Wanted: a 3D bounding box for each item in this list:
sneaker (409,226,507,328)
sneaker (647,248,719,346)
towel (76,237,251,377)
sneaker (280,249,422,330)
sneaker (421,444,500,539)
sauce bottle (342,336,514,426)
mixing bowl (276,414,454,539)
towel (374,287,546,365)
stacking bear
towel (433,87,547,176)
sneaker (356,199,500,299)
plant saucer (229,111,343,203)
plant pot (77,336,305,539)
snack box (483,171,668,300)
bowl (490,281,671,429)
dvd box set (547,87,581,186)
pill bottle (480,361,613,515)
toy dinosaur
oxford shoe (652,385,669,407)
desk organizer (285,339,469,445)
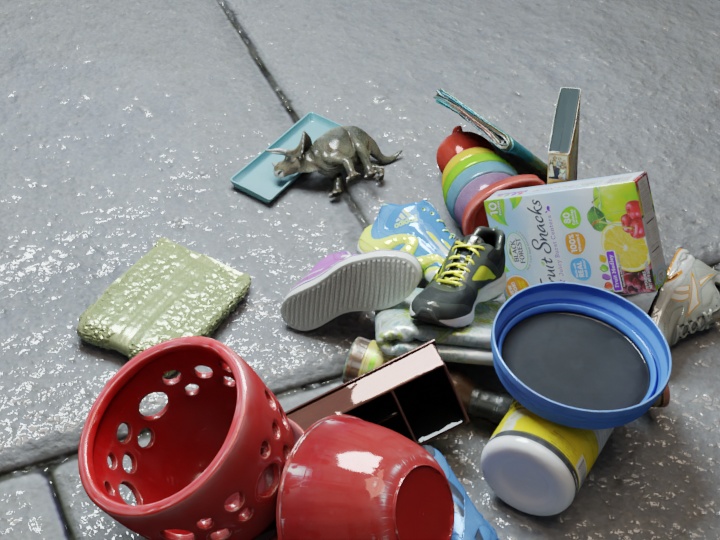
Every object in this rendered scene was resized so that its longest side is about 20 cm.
[{"bbox_3d":[0.114,0.004,1.568,0.074,0.085,0.200,13,24,23],"label":"sneaker"},{"bbox_3d":[0.414,0.052,1.690,0.092,0.076,0.200,25,47,12],"label":"sneaker"},{"bbox_3d":[-0.237,0.043,1.642,0.148,0.036,0.200,24,45,16],"label":"towel"},{"bbox_3d":[-0.001,-0.001,1.634,0.200,0.073,0.114,-16,22,33],"label":"sneaker"},{"bbox_3d":[0.104,0.275,1.429,0.078,0.066,0.200,5,42,-20],"label":"sneaker"},{"bbox_3d":[0.080,0.134,1.565,0.200,0.065,0.065,16,44,11],"label":"sauce bottle"},{"bbox_3d":[0.023,0.242,1.331,0.108,0.200,0.200,-8,30,41],"label":"mixing bowl"},{"bbox_3d":[0.117,0.066,1.600,0.200,0.048,0.171,5,13,-2],"label":"towel"},{"bbox_3d":[0.162,-0.120,1.815,0.114,0.121,0.200,-9,37,-11],"label":"stacking bear"},{"bbox_3d":[0.194,-0.180,1.850,0.147,0.022,0.200,41,9,31],"label":"towel"},{"bbox_3d":[0.098,-0.034,1.707,0.200,0.076,0.105,18,84,13],"label":"sneaker"},{"bbox_3d":[-0.098,-0.159,1.883,0.070,0.019,0.200,27,48,20],"label":"plant saucer"},{"bbox_3d":[-0.158,0.194,1.360,0.200,0.183,0.200,-15,51,20],"label":"plant pot"},{"bbox_3d":[0.265,-0.037,1.651,0.200,0.142,0.053,-5,15,32],"label":"snack box"},{"bbox_3d":[0.241,0.094,1.482,0.201,0.039,0.201,5,42,-5],"label":"bowl"},{"bbox_3d":[0.265,-0.117,1.752,0.029,0.200,0.146,5,44,12],"label":"dvd box set"},{"bbox_3d":[0.224,0.172,1.509,0.112,0.112,0.200,24,46,18],"label":"pill bottle"},{"bbox_3d":[-0.020,-0.164,1.845,0.200,0.077,0.102,-22,76,-28],"label":"toy dinosaur"},{"bbox_3d":[0.294,0.108,1.622,0.075,0.070,0.200,-20,39,-21],"label":"oxford shoe"},{"bbox_3d":[0.014,0.165,1.478,0.200,0.072,0.077,-26,53,-5],"label":"desk organizer"}]
